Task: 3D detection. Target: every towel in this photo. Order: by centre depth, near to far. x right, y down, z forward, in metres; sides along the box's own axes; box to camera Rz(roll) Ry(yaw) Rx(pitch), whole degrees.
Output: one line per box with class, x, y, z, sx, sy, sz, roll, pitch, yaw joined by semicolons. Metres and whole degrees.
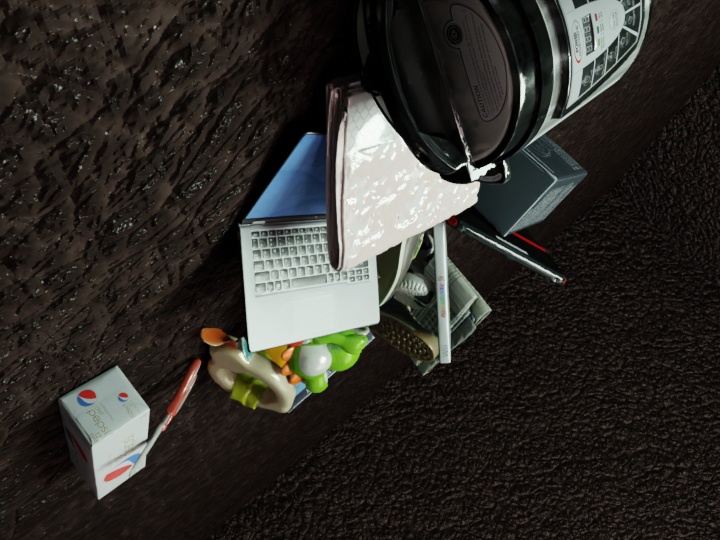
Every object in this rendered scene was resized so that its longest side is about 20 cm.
towel;0.052;-0.110;0.630;0.200;0.032;0.191;-27;137;-31
towel;0.103;0.054;1.116;0.035;0.200;0.193;-14;149;-50

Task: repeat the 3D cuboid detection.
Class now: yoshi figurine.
yoshi figurine;-0.046;0.064;0.821;0.113;0.112;0.200;-86;176;-52

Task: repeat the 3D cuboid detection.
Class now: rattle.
rattle;-0.133;0.092;0.868;0.143;0.130;0.200;-48;143;-26

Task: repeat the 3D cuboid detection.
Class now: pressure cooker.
pressure cooker;0.091;-0.171;0.484;0.200;0.176;0.179;-35;166;-25

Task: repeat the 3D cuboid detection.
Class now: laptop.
laptop;-0.014;-0.027;0.659;0.187;0.201;0.116;-8;-174;-44

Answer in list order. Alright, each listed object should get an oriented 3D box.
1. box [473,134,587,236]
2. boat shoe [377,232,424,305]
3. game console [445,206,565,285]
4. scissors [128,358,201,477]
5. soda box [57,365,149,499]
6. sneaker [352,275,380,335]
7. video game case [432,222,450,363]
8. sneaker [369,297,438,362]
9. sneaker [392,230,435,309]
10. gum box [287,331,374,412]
box;0.222;-0.148;0.956;0.107;0.148;0.200;-51;163;28
boat shoe;0.050;-0.039;0.873;0.060;0.072;0.202;-16;133;-41
game console;0.186;-0.058;0.942;0.031;0.200;0.177;-57;-158;21
scissors;-0.234;0.184;0.785;0.073;0.014;0.200;-59;-171;35
soda box;-0.285;0.187;0.736;0.068;0.064;0.200;-33;163;-34
sneaker;0.000;0.000;0.850;0.070;0.076;0.200;-28;143;-35
video game case;0.119;0.015;0.955;0.018;0.201;0.143;-3;-166;8
sneaker;0.059;0.070;1.084;0.090;0.200;0.067;-42;145;-36
sneaker;0.076;-0.017;0.999;0.130;0.079;0.199;-55;-166;-11
gum box;-0.079;0.140;1.053;0.170;0.045;0.200;-40;-173;-12
